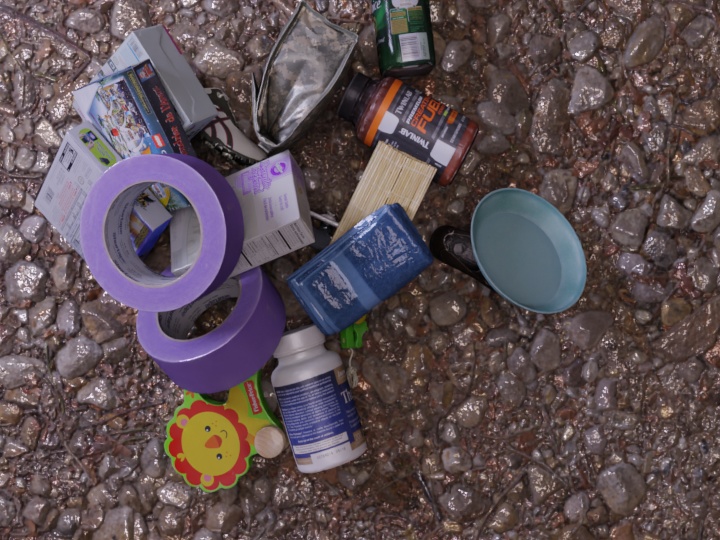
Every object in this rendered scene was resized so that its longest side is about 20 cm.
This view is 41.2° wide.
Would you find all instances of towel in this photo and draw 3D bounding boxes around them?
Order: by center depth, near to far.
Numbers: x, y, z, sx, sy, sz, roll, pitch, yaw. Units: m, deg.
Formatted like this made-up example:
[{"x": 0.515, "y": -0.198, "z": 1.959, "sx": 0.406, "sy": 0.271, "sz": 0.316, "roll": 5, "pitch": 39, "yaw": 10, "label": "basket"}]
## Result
[{"x": 0.000, "y": 0.000, "z": 1.372, "sx": 0.199, "sy": 0.049, "sz": 0.112, "roll": -36, "pitch": 91, "yaw": 12, "label": "towel"}]

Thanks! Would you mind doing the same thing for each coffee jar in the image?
[{"x": 0.059, "y": -0.389, "z": 1.405, "sx": 0.084, "sy": 0.104, "sz": 0.203, "roll": -6, "pitch": 91, "yaw": -2, "label": "coffee jar"}]

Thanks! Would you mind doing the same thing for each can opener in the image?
[{"x": -0.112, "y": -0.086, "z": 1.441, "sx": 0.198, "sy": 0.053, "sz": 0.068, "roll": 23, "pitch": 91, "yaw": 1, "label": "can opener"}]

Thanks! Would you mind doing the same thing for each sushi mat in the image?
[{"x": 0.026, "y": -0.078, "z": 1.388, "sx": 0.095, "sy": 0.012, "sz": 0.202, "roll": 27, "pitch": 102, "yaw": 3, "label": "sushi mat"}]

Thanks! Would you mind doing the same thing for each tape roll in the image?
[{"x": -0.257, "y": -0.051, "z": 1.253, "sx": 0.197, "sy": 0.085, "sz": 0.203, "roll": 1, "pitch": 98, "yaw": 10, "label": "tape roll"}, {"x": -0.213, "y": 0.068, "z": 1.372, "sx": 0.197, "sy": 0.085, "sz": 0.202, "roll": -14, "pitch": 48, "yaw": 16, "label": "tape roll"}]

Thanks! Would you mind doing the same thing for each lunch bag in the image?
[{"x": -0.097, "y": -0.263, "z": 1.381, "sx": 0.117, "sy": 0.164, "sz": 0.202, "roll": 30, "pitch": 91, "yaw": -5, "label": "lunch bag"}]

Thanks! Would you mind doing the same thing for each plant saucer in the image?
[{"x": 0.237, "y": -0.024, "z": 1.391, "sx": 0.197, "sy": 0.036, "sz": 0.203, "roll": 12, "pitch": 60, "yaw": -22, "label": "plant saucer"}]

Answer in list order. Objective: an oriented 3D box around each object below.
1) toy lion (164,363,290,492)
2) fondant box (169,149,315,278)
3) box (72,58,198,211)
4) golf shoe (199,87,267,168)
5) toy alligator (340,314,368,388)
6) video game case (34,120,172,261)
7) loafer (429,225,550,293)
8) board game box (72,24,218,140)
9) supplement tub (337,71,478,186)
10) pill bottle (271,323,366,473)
[{"x": -0.211, "y": 0.226, "z": 1.453, "sx": 0.189, "sy": 0.069, "sz": 0.203, "roll": -17, "pitch": 91, "yaw": 9, "label": "toy lion"}, {"x": -0.171, "y": -0.070, "z": 1.354, "sx": 0.198, "sy": 0.058, "sz": 0.146, "roll": -21, "pitch": 47, "yaw": 9, "label": "fondant box"}, {"x": -0.301, "y": -0.177, "z": 1.328, "sx": 0.135, "sy": 0.038, "sz": 0.202, "roll": -9, "pitch": 114, "yaw": 37, "label": "box"}, {"x": -0.212, "y": -0.223, "z": 1.430, "sx": 0.199, "sy": 0.077, "sz": 0.089, "roll": 33, "pitch": 87, "yaw": 0, "label": "golf shoe"}, {"x": -0.010, "y": 0.072, "z": 1.446, "sx": 0.054, "sy": 0.059, "sz": 0.203, "roll": -10, "pitch": 92, "yaw": -39, "label": "toy alligator"}, {"x": -0.376, "y": -0.087, "z": 1.388, "sx": 0.182, "sy": 0.200, "sz": 0.045, "roll": 49, "pitch": 49, "yaw": 1, "label": "video game case"}, {"x": 0.196, "y": -0.007, "z": 1.428, "sx": 0.197, "sy": 0.071, "sz": 0.074, "roll": 20, "pitch": 92, "yaw": 1, "label": "loafer"}, {"x": -0.313, "y": -0.233, "z": 1.378, "sx": 0.199, "sy": 0.064, "sz": 0.149, "roll": -30, "pitch": 93, "yaw": 42, "label": "board game box"}, {"x": 0.067, "y": -0.213, "z": 1.408, "sx": 0.198, "sy": 0.107, "sz": 0.108, "roll": 28, "pitch": 92, "yaw": 0, "label": "supplement tub"}, {"x": -0.068, "y": 0.186, "z": 1.419, "sx": 0.109, "sy": 0.111, "sz": 0.203, "roll": -17, "pitch": 91, "yaw": 1, "label": "pill bottle"}]
